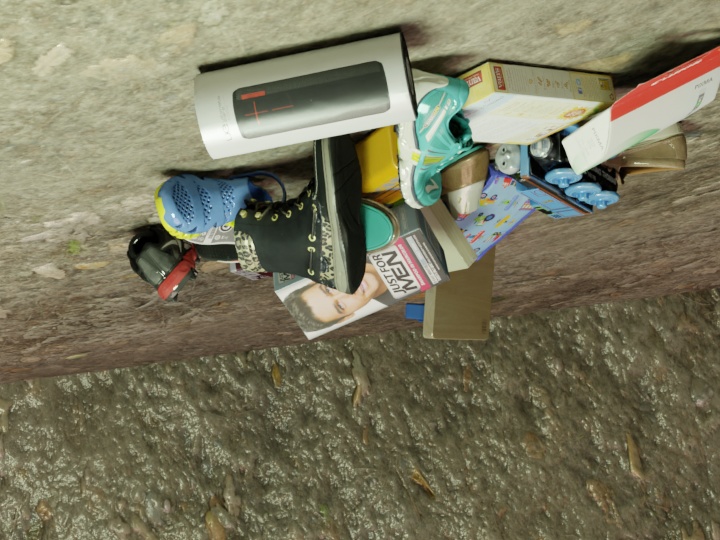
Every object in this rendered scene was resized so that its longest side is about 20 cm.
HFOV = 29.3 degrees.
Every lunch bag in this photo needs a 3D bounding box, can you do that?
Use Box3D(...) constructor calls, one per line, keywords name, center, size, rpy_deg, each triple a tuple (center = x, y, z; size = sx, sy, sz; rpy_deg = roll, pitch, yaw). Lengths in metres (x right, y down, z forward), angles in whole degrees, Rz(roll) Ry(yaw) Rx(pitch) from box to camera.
Box3D(name="lunch bag", center=(0.171, -0.094, 1.914), size=(0.149, 0.095, 0.199), rpy_deg=(4, 155, -45))

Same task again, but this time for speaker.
Box3D(name="speaker", center=(-0.050, -0.159, 1.260), size=(0.197, 0.083, 0.081), rpy_deg=(-10, 171, 7))

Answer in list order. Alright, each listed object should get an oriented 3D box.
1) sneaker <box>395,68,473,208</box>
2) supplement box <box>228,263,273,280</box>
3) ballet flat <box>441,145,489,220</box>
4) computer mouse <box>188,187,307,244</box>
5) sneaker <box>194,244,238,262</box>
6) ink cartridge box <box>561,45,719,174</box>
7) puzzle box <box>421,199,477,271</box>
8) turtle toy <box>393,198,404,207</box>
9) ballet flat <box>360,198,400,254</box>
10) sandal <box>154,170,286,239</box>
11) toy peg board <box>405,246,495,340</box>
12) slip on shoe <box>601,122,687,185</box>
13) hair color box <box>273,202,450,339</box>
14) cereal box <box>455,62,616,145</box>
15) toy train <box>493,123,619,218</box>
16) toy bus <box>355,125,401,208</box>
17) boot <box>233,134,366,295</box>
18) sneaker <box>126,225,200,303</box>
Box3D(name="sneaker", center=(0.076, -0.128, 1.407), size=(0.078, 0.079, 0.201), rpy_deg=(2, 151, 3))
Box3D(name="supplement box", center=(-0.089, -0.038, 2.047), size=(0.197, 0.062, 0.109), rpy_deg=(-12, 170, 13))
Box3D(name="ballet flat", center=(0.117, -0.102, 1.798), size=(0.067, 0.073, 0.199), rpy_deg=(-18, 176, -32))
Box3D(name="computer mouse", center=(-0.150, -0.070, 1.785), size=(0.198, 0.044, 0.110), rpy_deg=(6, 130, -35))
Box3D(name="sneaker", center=(-0.125, -0.048, 1.925), size=(0.199, 0.068, 0.108), rpy_deg=(-15, 167, 18))
Box3D(name="ink cartridge box", center=(0.323, -0.178, 1.473), size=(0.159, 0.051, 0.200), rpy_deg=(-27, 179, -19))
Box3D(name="puzzle box", center=(0.059, -0.052, 1.857), size=(0.025, 0.134, 0.199), rpy_deg=(-43, -162, -29))
Box3D(name="turtle toy", center=(0.006, -0.036, 1.799), size=(0.100, 0.147, 0.201), rpy_deg=(24, 148, -2))
Box3D(name="ballet flat", center=(-0.021, -0.055, 1.647), size=(0.198, 0.069, 0.067), rpy_deg=(1, -171, 37))
Box3D(name="sandal", center=(-0.162, -0.087, 1.646), size=(0.086, 0.081, 0.199), rpy_deg=(-23, 172, 37))
Box3D(name="toy peg board", center=(0.122, 0.002, 2.132), size=(0.097, 0.203, 0.199), rpy_deg=(4, 179, 31))
Box3D(name="slip on shoe", center=(0.331, -0.142, 1.812), size=(0.197, 0.062, 0.076), rpy_deg=(-12, 171, 18))
Box3D(name="hair color box", center=(0.000, 0.000, 1.707), size=(0.198, 0.061, 0.099), rpy_deg=(-23, 131, 13))
Box3D(name="cereal box", center=(0.159, -0.177, 1.484), size=(0.198, 0.040, 0.143), rpy_deg=(0, 167, -41))
Box3D(name="toy train", center=(0.245, -0.123, 1.715), size=(0.113, 0.088, 0.199), rpy_deg=(-10, 163, 34))
Box3D(name="toy bus", center=(0.028, -0.120, 1.624), size=(0.077, 0.066, 0.200), rpy_deg=(-4, 170, -25))
Box3D(name="boot", center=(-0.076, -0.073, 1.568), size=(0.152, 0.206, 0.074), rpy_deg=(8, -149, 24))
Box3D(name="sneaker", center=(-0.275, -0.023, 1.921), size=(0.071, 0.098, 0.201), rpy_deg=(-48, -168, 7))
